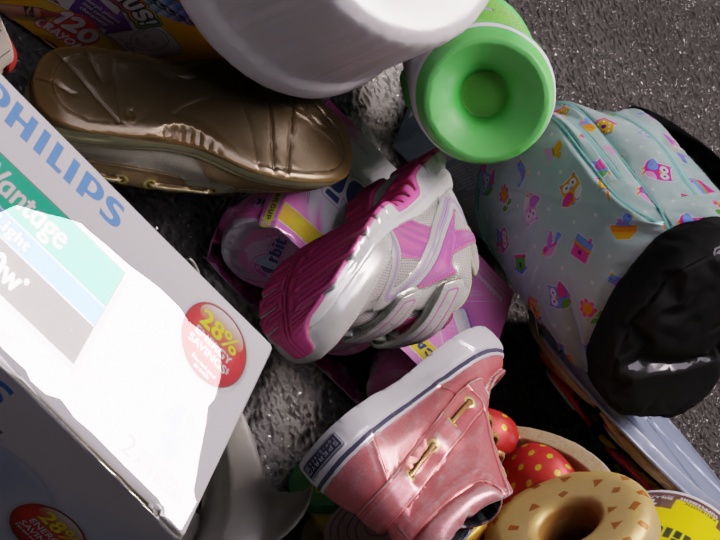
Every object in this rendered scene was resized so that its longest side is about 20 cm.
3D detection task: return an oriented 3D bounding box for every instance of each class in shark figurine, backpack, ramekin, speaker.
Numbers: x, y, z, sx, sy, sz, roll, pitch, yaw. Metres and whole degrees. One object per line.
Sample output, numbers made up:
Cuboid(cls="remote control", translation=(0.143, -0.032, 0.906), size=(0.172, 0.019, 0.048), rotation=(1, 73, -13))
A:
Cuboid(cls="shark figurine", translation=(-0.067, 0.111, 1.182), size=(0.128, 0.089, 0.215), rotation=(16, 62, -45))
Cuboid(cls="backpack", translation=(0.163, -0.025, 1.360), size=(0.126, 0.167, 0.200), rotation=(7, 36, -35))
Cuboid(cls="ramekin", translation=(-0.010, -0.203, 1.188), size=(0.200, 0.098, 0.201), rotation=(9, 76, -41))
Cuboid(cls="speaker", translation=(0.069, -0.121, 1.307), size=(0.089, 0.088, 0.200), rotation=(56, 7, -13))

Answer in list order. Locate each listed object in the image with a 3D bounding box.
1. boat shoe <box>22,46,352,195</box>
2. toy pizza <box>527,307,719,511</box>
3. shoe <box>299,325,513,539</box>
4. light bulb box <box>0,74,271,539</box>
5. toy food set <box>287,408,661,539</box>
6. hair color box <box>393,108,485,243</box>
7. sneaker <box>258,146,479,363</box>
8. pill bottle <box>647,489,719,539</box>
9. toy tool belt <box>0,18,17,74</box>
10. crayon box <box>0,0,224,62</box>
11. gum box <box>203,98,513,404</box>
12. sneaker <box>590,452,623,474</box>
Cuboid(cls="boat shoe", translation=(-0.102, -0.079, 1.221), size=(0.199, 0.066, 0.074), rotation=(12, 60, -26))
Cuboid(cls="toy pizza", translation=(0.176, 0.102, 1.443), size=(0.200, 0.032, 0.200), rotation=(45, 9, -9))
Cuboid(cls="shoe", translation=(0.049, 0.101, 1.204), size=(0.091, 0.072, 0.200), rotation=(45, 30, 9))
Cuboid(cls="light bulb box", translation=(-0.188, 0.044, 0.985), size=(0.198, 0.200, 0.125), rotation=(46, 43, -22))
Cuboid(cls="toy food set", translation=(0.057, 0.148, 1.228), size=(0.197, 0.200, 0.049), rotation=(-22, 126, -15))
Cuboid(cls="hair color box", translation=(0.118, -0.062, 1.498), size=(0.200, 0.061, 0.099), rotation=(45, 43, -25))
Cuboid(cls="sneaker", translation=(0.017, 0.005, 1.222), size=(0.088, 0.081, 0.200), rotation=(56, 39, -8))
Cuboid(cls="pill bottle", translation=(0.164, 0.211, 1.273), size=(0.109, 0.109, 0.200), rotation=(63, 24, -4))
Cuboid(cls="toy tool belt", translation=(-0.279, -0.142, 1.064), size=(0.123, 0.125, 0.200), rotation=(-44, 104, -17))
Cuboid(cls="crayon box", translation=(-0.135, -0.172, 1.219), size=(0.200, 0.119, 0.058), rotation=(34, 48, -33))
Cuboid(cls="gum box", translation=(0.000, 0.000, 1.326), size=(0.200, 0.066, 0.114), rotation=(45, 43, -25))
Cuboid(cls="sneaker", translation=(0.097, 0.149, 1.349), size=(0.200, 0.083, 0.072), rotation=(-22, 88, -51))
